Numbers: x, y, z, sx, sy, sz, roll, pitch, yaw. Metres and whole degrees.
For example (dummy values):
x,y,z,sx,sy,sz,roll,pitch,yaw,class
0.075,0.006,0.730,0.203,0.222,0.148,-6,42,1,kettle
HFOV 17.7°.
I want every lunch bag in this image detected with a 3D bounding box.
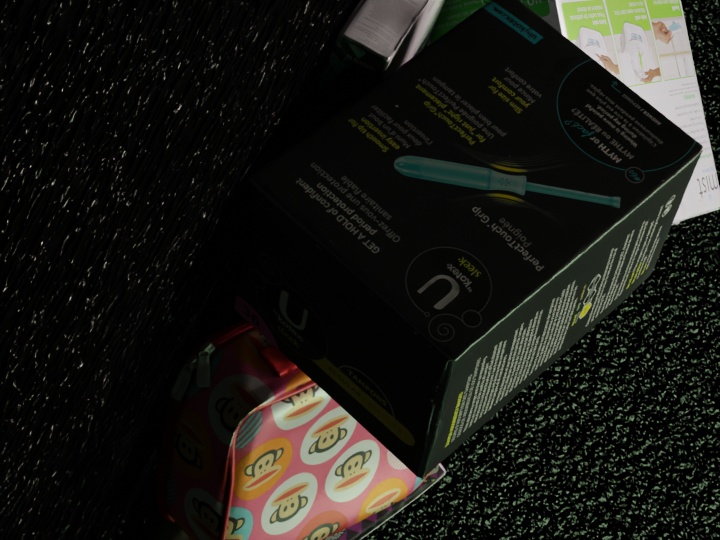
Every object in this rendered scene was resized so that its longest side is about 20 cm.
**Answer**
x,y,z,sx,sy,sz,roll,pitch,yaw,class
-0.022,0.076,1.363,0.200,0.082,0.176,-24,142,-34,lunch bag

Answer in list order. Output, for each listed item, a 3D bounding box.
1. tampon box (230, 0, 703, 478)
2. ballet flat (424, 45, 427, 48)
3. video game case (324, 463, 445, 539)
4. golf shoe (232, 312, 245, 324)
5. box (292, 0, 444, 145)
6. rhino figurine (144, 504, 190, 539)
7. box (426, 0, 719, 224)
x,y,z,sx,sy,sz,roll,pitch,yaw,class
0.054,-0.021,1.242,0.200,0.150,0.126,-38,159,-27,tampon box
0.050,-0.062,1.446,0.066,0.057,0.201,-24,-104,61,ballet flat
-0.039,0.157,1.557,0.181,0.036,0.200,-36,-170,-2,video game case
-0.027,0.012,1.483,0.200,0.072,0.092,-61,177,-22,golf shoe
-0.006,-0.090,1.334,0.144,0.036,0.200,-58,173,-49,box
-0.100,0.143,1.505,0.200,0.060,0.087,-52,-173,10,rhino figurine
0.136,-0.104,1.438,0.200,0.096,0.177,-17,96,-60,box
